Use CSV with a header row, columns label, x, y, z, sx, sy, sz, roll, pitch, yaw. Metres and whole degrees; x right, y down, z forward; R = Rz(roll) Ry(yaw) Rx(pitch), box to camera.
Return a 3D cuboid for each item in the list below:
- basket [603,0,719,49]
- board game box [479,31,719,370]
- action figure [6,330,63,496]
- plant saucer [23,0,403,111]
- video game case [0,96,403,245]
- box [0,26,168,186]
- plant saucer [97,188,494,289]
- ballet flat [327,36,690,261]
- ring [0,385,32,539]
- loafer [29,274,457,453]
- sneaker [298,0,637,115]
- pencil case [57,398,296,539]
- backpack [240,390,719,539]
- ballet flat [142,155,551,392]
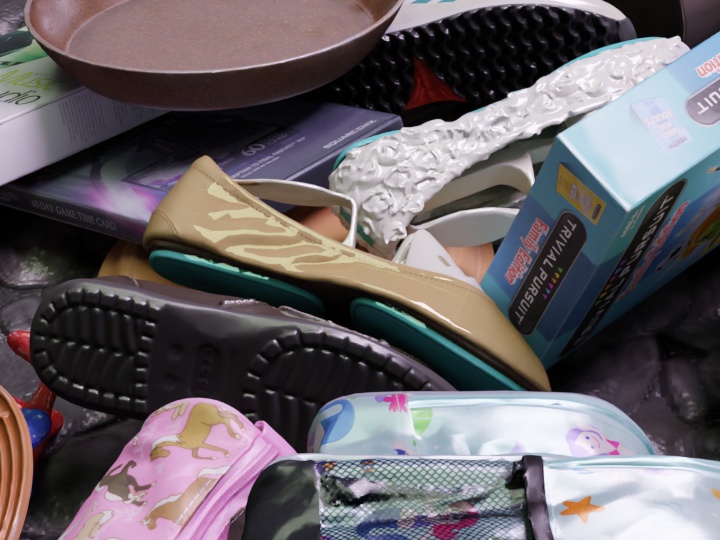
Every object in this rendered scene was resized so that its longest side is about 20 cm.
label,x,y,z,sx,sy,sz,roll,pitch,yaw
basket,0.208,-0.203,1.232,0.199,0.137,0.180,-33,20,-24
board game box,0.149,-0.046,1.012,0.199,0.151,0.047,-33,72,-30
action figure,-0.169,0.109,0.932,0.051,0.066,0.201,21,37,-6
plant saucer,-0.073,-0.129,1.143,0.198,0.035,0.201,-4,29,2
video game case,-0.094,-0.058,1.139,0.142,0.019,0.199,-31,31,-34
box,-0.180,-0.094,1.184,0.199,0.037,0.144,-27,27,-38
plant saucer,-0.033,0.002,1.079,0.198,0.033,0.201,-4,37,3
ballet flat,0.081,-0.050,1.060,0.198,0.072,0.072,-21,38,-13
ring,-0.218,0.117,0.895,0.199,0.019,0.202,-23,41,21
loafer,-0.042,0.042,0.967,0.198,0.074,0.071,20,13,0
sneaker,0.052,-0.131,1.199,0.198,0.071,0.094,-7,36,16
pencil case,-0.096,0.135,0.869,0.086,0.083,0.200,11,39,24
backpack,0.060,0.135,0.766,0.198,0.179,0.151,1,42,4
ballet flat,0.000,0.000,0.986,0.198,0.069,0.063,21,70,9
